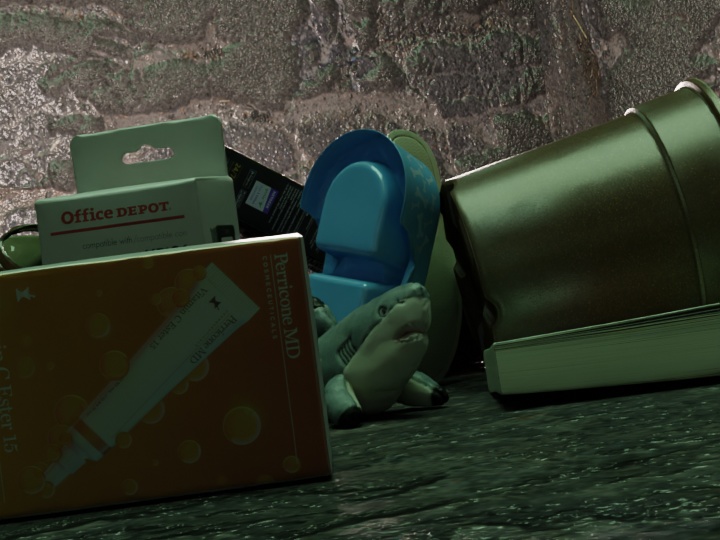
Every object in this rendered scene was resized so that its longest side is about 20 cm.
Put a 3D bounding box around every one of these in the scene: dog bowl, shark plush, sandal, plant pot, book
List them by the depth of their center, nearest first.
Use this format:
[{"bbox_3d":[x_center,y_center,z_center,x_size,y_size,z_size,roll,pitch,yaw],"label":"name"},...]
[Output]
[{"bbox_3d":[0.183,0.053,1.157,0.200,0.048,0.134,-8,-4,0],"label":"book"},{"bbox_3d":[-0.017,0.054,1.200,0.091,0.083,0.200,-8,2,-30],"label":"shark plush"},{"bbox_3d":[0.171,-0.015,1.285,0.198,0.201,0.200,-16,2,-3],"label":"plant pot"},{"bbox_3d":[0.000,0.000,1.301,0.050,0.200,0.111,15,-4,-42],"label":"dog bowl"},{"bbox_3d":[-0.276,-0.014,1.530,0.201,0.057,0.080,-4,45,31],"label":"sandal"}]

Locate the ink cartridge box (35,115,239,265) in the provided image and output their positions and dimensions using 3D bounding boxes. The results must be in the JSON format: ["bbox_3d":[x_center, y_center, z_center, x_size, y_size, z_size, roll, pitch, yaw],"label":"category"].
[{"bbox_3d":[-0.139,0.005,1.153,0.116,0.200,0.068,-7,1,17],"label":"ink cartridge box"}]

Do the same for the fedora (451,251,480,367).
[{"bbox_3d":[0.072,0.019,1.453,0.092,0.201,0.201,-42,10,-14],"label":"fedora"}]

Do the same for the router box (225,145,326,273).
[{"bbox_3d":[-0.063,-0.042,1.534,0.157,0.052,0.200,27,-4,-4],"label":"router box"}]

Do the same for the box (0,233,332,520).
[{"bbox_3d":[-0.121,0.054,0.930,0.200,0.125,0.097,-8,2,-2],"label":"box"}]

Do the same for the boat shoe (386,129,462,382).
[{"bbox_3d":[0.030,-0.004,1.360,0.072,0.200,0.068,11,-27,-42],"label":"boat shoe"}]
